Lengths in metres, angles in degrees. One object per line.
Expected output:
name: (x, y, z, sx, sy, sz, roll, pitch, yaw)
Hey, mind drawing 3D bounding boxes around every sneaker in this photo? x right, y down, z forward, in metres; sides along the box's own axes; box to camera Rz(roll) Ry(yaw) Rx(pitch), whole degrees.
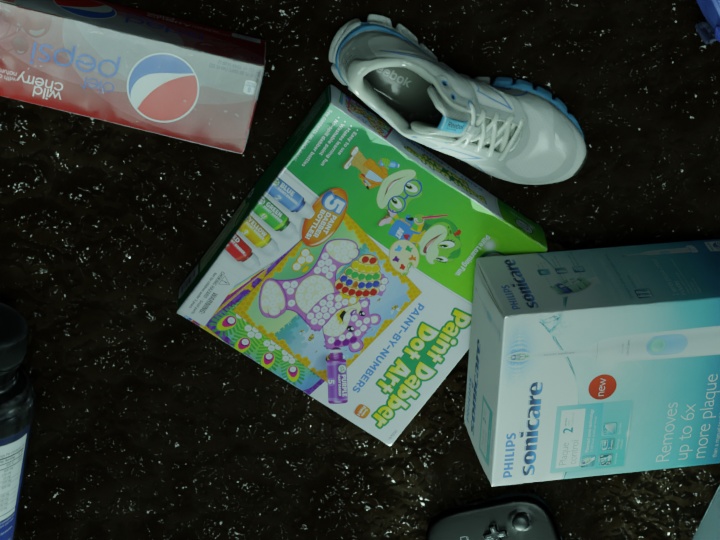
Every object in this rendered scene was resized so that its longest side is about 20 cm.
sneaker: (0.069, -0.105, 1.426, 0.199, 0.087, 0.075, 22, 110, -12)

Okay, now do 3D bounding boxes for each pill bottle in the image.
pill bottle: (-0.299, 0.125, 1.503, 0.111, 0.112, 0.201, 10, 113, -6)

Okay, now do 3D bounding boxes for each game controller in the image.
game controller: (0.123, 0.266, 1.617, 0.104, 0.042, 0.201, -17, 113, 6)

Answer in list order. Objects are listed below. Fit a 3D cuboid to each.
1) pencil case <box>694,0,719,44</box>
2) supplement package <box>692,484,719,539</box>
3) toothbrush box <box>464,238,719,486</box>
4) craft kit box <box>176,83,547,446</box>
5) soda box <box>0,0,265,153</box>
pencil case: (0.320, -0.212, 1.388, 0.199, 0.078, 0.088, -19, 84, 7)
supplement package: (0.310, 0.265, 1.559, 0.110, 0.156, 0.201, 18, 113, -9)
toothbrush box: (0.182, 0.065, 1.481, 0.198, 0.085, 0.147, -3, 120, -11)
craft kit box: (0.000, 0.000, 1.495, 0.197, 0.049, 0.200, 31, 110, -18)
soda box: (-0.168, -0.143, 1.413, 0.198, 0.064, 0.070, 14, 112, -7)
